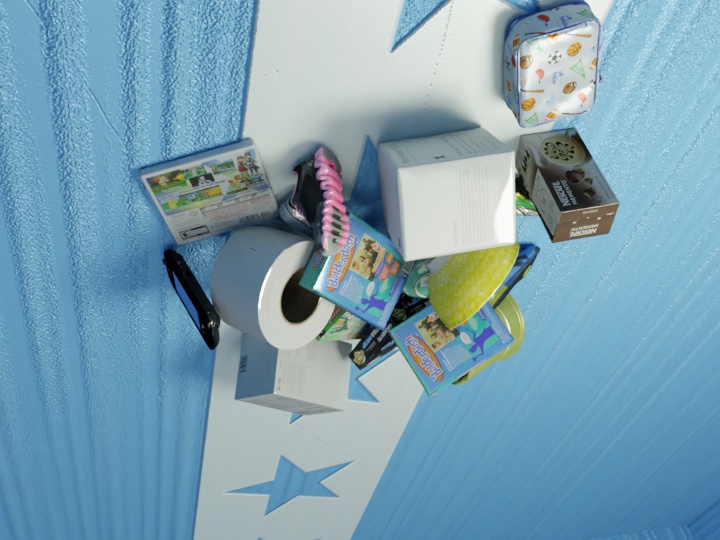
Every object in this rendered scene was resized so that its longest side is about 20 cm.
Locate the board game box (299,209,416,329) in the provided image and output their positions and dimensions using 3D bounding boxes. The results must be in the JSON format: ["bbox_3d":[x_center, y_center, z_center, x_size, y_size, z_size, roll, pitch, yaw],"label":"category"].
[{"bbox_3d":[0.000,0.000,1.387,0.199,0.045,0.153,33,81,-42],"label":"board game box"}]

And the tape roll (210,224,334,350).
[{"bbox_3d":[-0.154,0.029,1.395,0.202,0.138,0.205,-23,122,-43],"label":"tape roll"}]

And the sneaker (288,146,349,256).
[{"bbox_3d":[-0.077,-0.108,1.299,0.095,0.202,0.079,-17,150,22],"label":"sneaker"}]

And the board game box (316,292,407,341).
[{"bbox_3d":[0.002,0.091,1.578,0.135,0.029,0.199,-46,156,20],"label":"board game box"}]

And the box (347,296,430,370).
[{"bbox_3d":[0.080,0.121,1.660,0.199,0.046,0.159,-24,157,-50],"label":"box"}]

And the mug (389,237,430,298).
[{"bbox_3d":[0.127,-0.006,1.545,0.151,0.115,0.185,18,131,-35],"label":"mug"}]

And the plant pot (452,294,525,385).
[{"bbox_3d":[0.225,0.148,1.634,0.190,0.200,0.201,-36,166,-50],"label":"plant pot"}]

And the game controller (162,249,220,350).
[{"bbox_3d":[-0.312,0.053,1.409,0.042,0.200,0.105,-18,145,-29],"label":"game controller"}]

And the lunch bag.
[{"bbox_3d":[0.317,-0.331,1.251,0.159,0.076,0.201,-17,141,-2],"label":"lunch bag"}]

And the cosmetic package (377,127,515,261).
[{"bbox_3d":[0.146,-0.134,1.314,0.198,0.168,0.168,-9,115,-7],"label":"cosmetic package"}]

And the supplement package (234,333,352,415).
[{"bbox_3d":[-0.143,0.219,1.662,0.199,0.153,0.150,21,154,-37],"label":"supplement package"}]

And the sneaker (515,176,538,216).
[{"bbox_3d":[0.294,-0.138,1.486,0.198,0.079,0.085,10,143,-16],"label":"sneaker"}]

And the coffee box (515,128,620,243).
[{"bbox_3d":[0.366,-0.155,1.376,0.112,0.201,0.080,-8,141,-8],"label":"coffee box"}]

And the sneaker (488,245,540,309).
[{"bbox_3d":[0.305,-0.002,1.621,0.200,0.078,0.066,-42,156,-27],"label":"sneaker"}]

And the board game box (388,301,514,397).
[{"bbox_3d":[0.178,0.131,1.510,0.199,0.153,0.045,-32,164,-3],"label":"board game box"}]

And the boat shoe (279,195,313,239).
[{"bbox_3d":[-0.057,-0.083,1.422,0.199,0.074,0.067,25,127,-39],"label":"boat shoe"}]

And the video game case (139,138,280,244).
[{"bbox_3d":[-0.257,-0.133,1.338,0.198,0.022,0.183,-15,142,1],"label":"video game case"}]

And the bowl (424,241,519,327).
[{"bbox_3d":[0.181,-0.006,1.388,0.107,0.201,0.200,38,124,-7],"label":"bowl"}]
